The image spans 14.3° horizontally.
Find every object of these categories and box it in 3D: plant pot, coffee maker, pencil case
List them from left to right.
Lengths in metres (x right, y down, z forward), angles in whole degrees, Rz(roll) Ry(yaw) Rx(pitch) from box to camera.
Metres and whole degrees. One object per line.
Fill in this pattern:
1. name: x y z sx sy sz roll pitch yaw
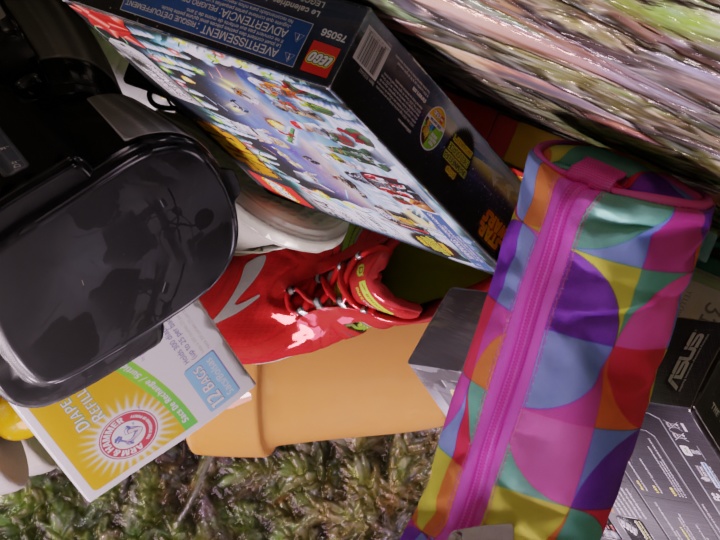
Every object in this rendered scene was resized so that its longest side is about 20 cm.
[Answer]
1. coffee maker: -0.174 -0.032 1.297 0.135 0.192 0.200 36 -171 -43
2. plant pot: -0.012 0.010 1.564 0.140 0.201 0.200 7 175 7
3. pencil case: 0.080 0.048 1.179 0.088 0.201 0.088 17 -171 -3

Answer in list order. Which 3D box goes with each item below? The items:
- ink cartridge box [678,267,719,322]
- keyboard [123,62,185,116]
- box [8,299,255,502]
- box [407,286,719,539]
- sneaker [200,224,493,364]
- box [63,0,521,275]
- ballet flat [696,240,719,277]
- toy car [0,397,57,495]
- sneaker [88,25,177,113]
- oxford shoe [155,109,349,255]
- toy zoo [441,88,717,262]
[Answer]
1. ink cartridge box: 0.172 0.060 1.315 0.200 0.048 0.146 24 153 19
2. keyboard: -0.024 -0.085 1.435 0.200 0.040 0.104 21 -160 28
3. box: -0.151 -0.001 1.413 0.200 0.101 0.113 52 176 46
4. box: 0.134 0.094 1.306 0.158 0.048 0.200 7 145 41
5. sneaker: 0.000 0.000 1.427 0.199 0.077 0.085 -18 -171 9
6. box: -0.020 -0.067 1.195 0.137 0.040 0.200 21 168 31
7. ballet flat: 0.131 0.011 1.431 0.067 0.071 0.200 24 178 -21
8. toy car: -0.178 0.029 1.647 0.150 0.175 0.200 59 -173 0
9. sneaker: -0.134 -0.094 1.634 0.115 0.074 0.200 27 176 1
10. oxford shoe: -0.060 -0.031 1.388 0.075 0.058 0.200 15 -173 -26
11. toy zoo: 0.067 -0.051 1.287 0.200 0.021 0.131 23 177 11
